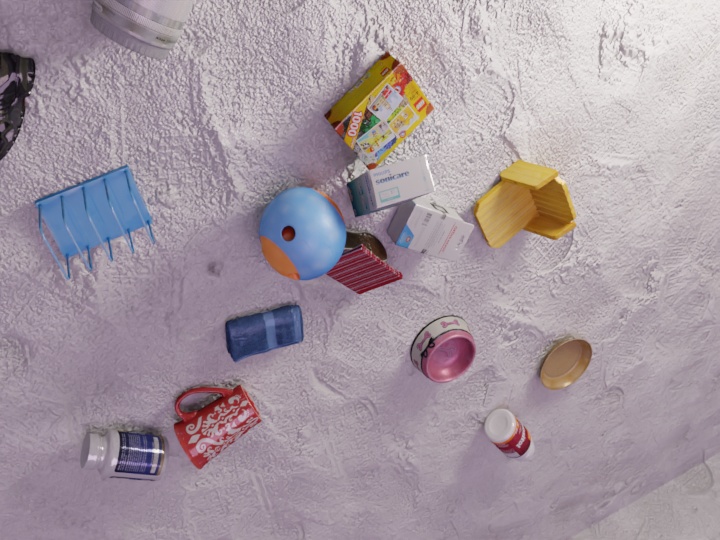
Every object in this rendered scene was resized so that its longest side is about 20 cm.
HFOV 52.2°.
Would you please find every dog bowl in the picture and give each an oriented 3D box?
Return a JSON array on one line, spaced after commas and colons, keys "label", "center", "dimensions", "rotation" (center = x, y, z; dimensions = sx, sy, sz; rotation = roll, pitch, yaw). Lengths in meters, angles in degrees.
[{"label": "dog bowl", "center": [0.245, 0.234, 2.107], "dimensions": [0.195, 0.074, 0.205], "rotation": [-13, 126, -18]}]

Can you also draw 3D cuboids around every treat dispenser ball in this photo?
[{"label": "treat dispenser ball", "center": [-0.129, -0.081, 1.634], "dimensions": [0.195, 0.202, 0.205], "rotation": [-12, 126, -18]}]

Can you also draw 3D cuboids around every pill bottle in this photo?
[{"label": "pill bottle", "center": [-0.585, 0.457, 1.823], "dimensions": [0.196, 0.112, 0.113], "rotation": [16, 114, -33]}, {"label": "pill bottle", "center": [0.493, 0.546, 2.408], "dimensions": [0.113, 0.114, 0.200], "rotation": [-41, 130, 5]}]

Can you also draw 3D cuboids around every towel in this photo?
[{"label": "towel", "center": [0.000, 0.000, 1.807], "dimensions": [0.142, 0.023, 0.199], "rotation": [-21, 148, 27]}, {"label": "towel", "center": [-0.238, 0.154, 1.835], "dimensions": [0.195, 0.049, 0.114], "rotation": [-13, 125, -18]}]

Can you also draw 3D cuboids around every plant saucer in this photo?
[{"label": "plant saucer", "center": [0.656, 0.294, 2.372], "dimensions": [0.195, 0.036, 0.205], "rotation": [-13, 125, -18]}]

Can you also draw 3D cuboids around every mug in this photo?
[{"label": "mug", "center": [-0.367, 0.380, 1.870], "dimensions": [0.197, 0.134, 0.180], "rotation": [-32, 131, -7]}]

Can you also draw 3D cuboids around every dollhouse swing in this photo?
[{"label": "dollhouse swing", "center": [0.423, -0.143, 1.895], "dimensions": [0.176, 0.180, 0.202], "rotation": [-47, 132, -16]}]

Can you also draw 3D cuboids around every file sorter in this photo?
[{"label": "file sorter", "center": [-0.529, -0.092, 1.483], "dimensions": [0.196, 0.123, 0.141], "rotation": [-23, 129, -10]}]

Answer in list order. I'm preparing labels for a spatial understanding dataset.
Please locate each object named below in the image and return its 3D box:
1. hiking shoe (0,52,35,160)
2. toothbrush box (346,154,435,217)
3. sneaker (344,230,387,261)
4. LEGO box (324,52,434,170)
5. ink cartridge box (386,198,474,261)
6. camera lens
[{"label": "hiking shoe", "center": [-0.657, -0.300, 1.325], "dimensions": [0.099, 0.076, 0.204], "rotation": [18, 103, -25]}, {"label": "toothbrush box", "center": [0.065, -0.188, 1.654], "dimensions": [0.143, 0.200, 0.088], "rotation": [-17, 92, -15]}, {"label": "sneaker", "center": [-0.022, -0.053, 1.807], "dimensions": [0.197, 0.075, 0.084], "rotation": [16, 147, -41]}, {"label": "LEGO box", "center": [0.041, -0.348, 1.622], "dimensions": [0.200, 0.078, 0.149], "rotation": [-44, 129, 6]}, {"label": "ink cartridge box", "center": [0.177, -0.106, 1.854], "dimensions": [0.196, 0.067, 0.118], "rotation": [15, 113, -32]}, {"label": "camera lens", "center": [-0.366, -0.495, 1.273], "dimensions": [0.157, 0.161, 0.203], "rotation": [17, 113, -33]}]
